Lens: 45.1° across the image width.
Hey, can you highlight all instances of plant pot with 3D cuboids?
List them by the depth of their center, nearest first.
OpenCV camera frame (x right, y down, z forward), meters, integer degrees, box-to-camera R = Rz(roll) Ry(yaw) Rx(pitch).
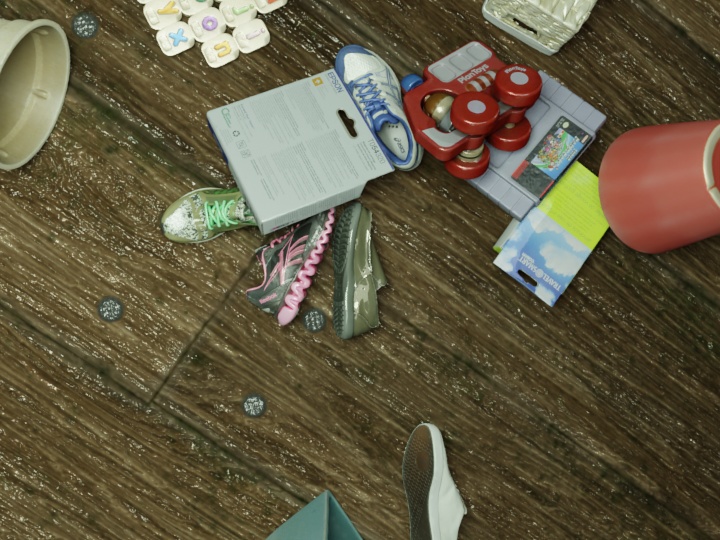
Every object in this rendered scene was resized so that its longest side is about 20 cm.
[{"bbox_3d":[-0.508,-0.256,1.119,0.183,0.200,0.201,21,90,3],"label":"plant pot"},{"bbox_3d":[-0.078,0.471,1.220,0.200,0.196,0.196,-33,98,4],"label":"plant pot"},{"bbox_3d":[0.476,-0.130,1.244,0.200,0.177,0.201,3,84,-25],"label":"plant pot"}]

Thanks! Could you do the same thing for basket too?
[{"bbox_3d":[0.286,-0.435,1.249,0.136,0.123,0.200,29,90,-8],"label":"basket"}]

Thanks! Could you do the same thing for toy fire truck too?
[{"bbox_3d":[0.147,-0.236,1.223,0.200,0.112,0.168,-34,61,-22],"label":"toy fire truck"}]

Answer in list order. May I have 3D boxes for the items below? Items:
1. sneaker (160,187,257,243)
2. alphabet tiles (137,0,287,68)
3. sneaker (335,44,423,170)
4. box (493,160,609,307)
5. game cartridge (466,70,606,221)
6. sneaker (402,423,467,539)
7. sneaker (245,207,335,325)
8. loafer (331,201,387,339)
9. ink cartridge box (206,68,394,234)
[{"bbox_3d":[-0.182,-0.086,1.215,0.200,0.089,0.077,-15,96,-7],"label":"sneaker"},{"bbox_3d":[-0.214,-0.394,1.230,0.196,0.015,0.200,-27,97,-6],"label":"alphabet tiles"},{"bbox_3d":[0.031,-0.234,1.234,0.075,0.088,0.200,-32,96,11],"label":"sneaker"},{"bbox_3d":[0.294,-0.060,1.309,0.122,0.048,0.200,36,86,-9],"label":"box"},{"bbox_3d":[0.253,-0.184,1.282,0.130,0.038,0.200,39,87,18],"label":"game cartridge"},{"bbox_3d":[0.115,0.328,1.307,0.085,0.073,0.200,1,87,-39],"label":"sneaker"},{"bbox_3d":[-0.101,-0.026,1.245,0.095,0.079,0.200,25,88,2],"label":"sneaker"},{"bbox_3d":[0.000,0.000,1.264,0.070,0.075,0.200,1,98,-20],"label":"loafer"},{"bbox_3d":[-0.084,-0.169,1.202,0.200,0.043,0.196,-22,66,-14],"label":"ink cartridge box"}]
